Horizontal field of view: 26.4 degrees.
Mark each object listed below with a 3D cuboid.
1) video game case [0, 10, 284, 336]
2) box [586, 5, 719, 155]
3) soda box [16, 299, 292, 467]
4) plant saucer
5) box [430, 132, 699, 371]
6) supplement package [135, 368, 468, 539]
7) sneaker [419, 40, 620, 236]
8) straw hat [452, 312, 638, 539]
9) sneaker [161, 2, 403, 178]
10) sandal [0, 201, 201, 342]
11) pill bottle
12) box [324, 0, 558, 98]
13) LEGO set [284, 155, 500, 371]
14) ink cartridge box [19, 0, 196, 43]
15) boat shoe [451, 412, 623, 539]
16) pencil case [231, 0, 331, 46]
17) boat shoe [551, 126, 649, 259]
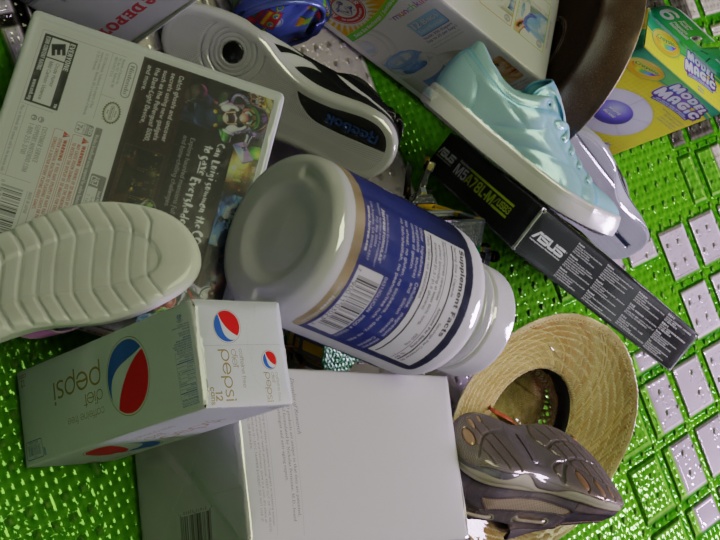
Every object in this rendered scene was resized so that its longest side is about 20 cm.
[{"bbox_3d":[-0.158,-0.055,1.020,0.180,0.023,0.202,17,69,-11],"label":"video game case"},{"bbox_3d":[0.236,-0.163,1.379,0.117,0.199,0.049,32,55,-31],"label":"box"},{"bbox_3d":[-0.131,0.072,0.937,0.068,0.199,0.064,2,74,-42],"label":"soda box"},{"bbox_3d":[0.169,-0.188,1.327,0.032,0.200,0.202,28,56,-24],"label":"plant saucer"},{"bbox_3d":[0.164,-0.018,1.282,0.199,0.193,0.048,36,95,-28],"label":"box"},{"bbox_3d":[-0.040,0.139,1.056,0.199,0.121,0.121,5,71,-42],"label":"supplement package"},{"bbox_3d":[0.147,-0.107,1.235,0.199,0.082,0.074,36,8,-18],"label":"sneaker"},{"bbox_3d":[0.123,0.119,1.242,0.199,0.085,0.203,-10,110,-28],"label":"straw hat"},{"bbox_3d":[-0.059,-0.140,1.191,0.199,0.073,0.112,33,15,-3],"label":"sneaker"},{"bbox_3d":[-0.198,0.011,0.952,0.201,0.050,0.083,-14,66,-5],"label":"sandal"},{"bbox_3d":[0.014,0.006,1.035,0.199,0.110,0.112,25,58,-43],"label":"pill bottle"},{"bbox_3d":[0.058,-0.231,1.294,0.199,0.112,0.102,34,54,-30],"label":"box"},{"bbox_3d":[0.000,0.000,1.183,0.199,0.115,0.155,-13,113,-42],"label":"LEGO set"},{"bbox_3d":[-0.200,-0.248,1.032,0.199,0.145,0.085,27,56,-35],"label":"ink cartridge box"},{"bbox_3d":[0.121,0.162,1.170,0.199,0.073,0.075,22,30,-40],"label":"boat shoe"},{"bbox_3d":[-0.065,-0.278,1.218,0.086,0.078,0.202,2,73,-17],"label":"pencil case"},{"bbox_3d":[0.200,-0.083,1.398,0.200,0.072,0.071,49,15,-49],"label":"boat shoe"}]
